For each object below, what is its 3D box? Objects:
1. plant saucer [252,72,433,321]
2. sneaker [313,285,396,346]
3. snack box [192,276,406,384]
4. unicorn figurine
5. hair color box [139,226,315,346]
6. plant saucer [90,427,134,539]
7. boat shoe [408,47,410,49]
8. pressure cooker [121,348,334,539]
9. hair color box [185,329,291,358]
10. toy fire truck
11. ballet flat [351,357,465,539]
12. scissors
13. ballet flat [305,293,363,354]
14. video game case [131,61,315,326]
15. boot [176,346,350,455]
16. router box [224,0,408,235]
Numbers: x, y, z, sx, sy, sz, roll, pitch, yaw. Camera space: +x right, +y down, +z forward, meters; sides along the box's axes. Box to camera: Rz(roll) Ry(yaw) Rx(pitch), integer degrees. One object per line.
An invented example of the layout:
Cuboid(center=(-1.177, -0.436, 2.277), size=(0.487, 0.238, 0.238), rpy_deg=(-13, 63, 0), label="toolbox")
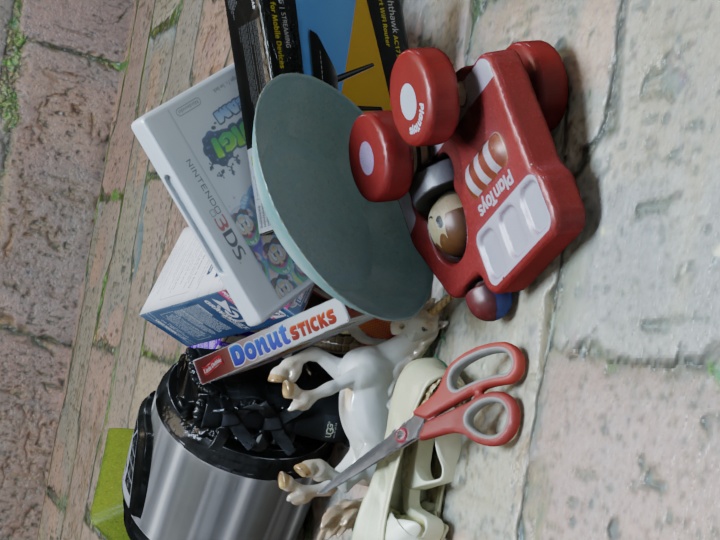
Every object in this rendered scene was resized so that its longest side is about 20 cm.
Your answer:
Cuboid(center=(-0.022, -0.048, 1.188), size=(0.039, 0.201, 0.202), rpy_deg=(-28, 45, 29), label="plant saucer")
Cuboid(center=(0.000, 0.000, 1.387), size=(0.200, 0.073, 0.078), rpy_deg=(38, 114, 52), label="sneaker")
Cuboid(center=(-0.049, 0.049, 1.283), size=(0.200, 0.072, 0.024), rpy_deg=(-25, 85, 47), label="snack box")
Cuboid(center=(0.002, 0.103, 1.264), size=(0.074, 0.137, 0.201), rpy_deg=(-146, 54, -61), label="unicorn figurine")
Cuboid(center=(-0.106, 0.001, 1.411), size=(0.200, 0.060, 0.100), rpy_deg=(-16, 44, 56), label="hair color box")
Cuboid(center=(-0.183, 0.260, 1.645), size=(0.048, 0.200, 0.200), rpy_deg=(-35, 19, 10), label="plant saucer")
Cuboid(center=(0.030, -0.166, 1.403), size=(0.202, 0.086, 0.075), rpy_deg=(40, 117, 37), label="boat shoe")
Cuboid(center=(-0.128, 0.198, 1.501), size=(0.179, 0.175, 0.201), rpy_deg=(41, 126, 31), label="pressure cooker")
Cuboid(center=(-0.111, 0.092, 1.620), size=(0.200, 0.109, 0.065), rpy_deg=(126, 148, -55), label="hair color box")
Cuboid(center=(0.080, -0.058, 1.137), size=(0.200, 0.111, 0.169), rpy_deg=(128, 130, -57), label="toy fire truck")
Cuboid(center=(0.039, 0.164, 1.188), size=(0.069, 0.069, 0.201), rpy_deg=(179, 102, -72), label="ballet flat")
Cuboid(center=(0.040, 0.107, 1.160), size=(0.199, 0.014, 0.074), rpy_deg=(-23, 63, 39), label="scissors")
Cuboid(center=(-0.052, 0.024, 1.458), size=(0.200, 0.067, 0.047), rpy_deg=(32, 123, 50), label="ballet flat")
Cuboid(center=(-0.064, -0.082, 1.297), size=(0.024, 0.200, 0.183), rpy_deg=(-21, 103, 51), label="video game case")
Cuboid(center=(-0.081, 0.094, 1.430), size=(0.198, 0.161, 0.074), rpy_deg=(-113, 32, -63), label="boot")
Cuboid(center=(-0.024, -0.133, 1.289), size=(0.051, 0.149, 0.201), rpy_deg=(-15, 82, 50), label="router box")
